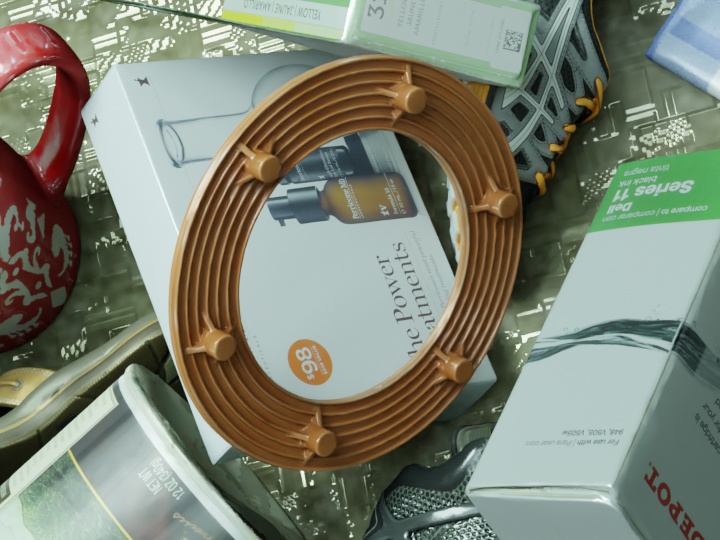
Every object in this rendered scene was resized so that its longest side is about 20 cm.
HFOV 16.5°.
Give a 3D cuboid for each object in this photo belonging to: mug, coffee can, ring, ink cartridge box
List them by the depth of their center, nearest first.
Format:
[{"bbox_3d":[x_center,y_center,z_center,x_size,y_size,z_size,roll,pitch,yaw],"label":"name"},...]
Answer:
[{"bbox_3d":[0.145,0.068,1.118,0.083,0.147,0.201,-5,44,40],"label":"ink cartridge box"},{"bbox_3d":[0.000,0.000,1.150,0.019,0.200,0.201,25,83,49],"label":"ring"},{"bbox_3d":[-0.035,-0.131,1.192,0.145,0.199,0.048,19,96,62],"label":"ink cartridge box"},{"bbox_3d":[-0.138,0.166,1.221,0.200,0.146,0.147,-42,68,2],"label":"coffee can"},{"bbox_3d":[-0.209,-0.033,1.267,0.176,0.200,0.135,-10,72,13],"label":"mug"}]

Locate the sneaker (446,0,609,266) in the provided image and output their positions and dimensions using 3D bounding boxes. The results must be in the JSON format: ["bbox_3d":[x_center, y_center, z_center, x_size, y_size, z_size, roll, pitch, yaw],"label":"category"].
[{"bbox_3d":[0.087,-0.087,1.262,0.077,0.078,0.202,11,86,-1],"label":"sneaker"}]

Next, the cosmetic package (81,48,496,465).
[{"bbox_3d":[-0.036,-0.013,1.241,0.150,0.052,0.201,-9,67,-33],"label":"cosmetic package"}]

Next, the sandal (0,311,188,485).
[{"bbox_3d":[-0.166,0.075,1.296,0.199,0.080,0.054,-34,53,4],"label":"sandal"}]

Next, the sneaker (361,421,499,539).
[{"bbox_3d":[0.094,0.136,1.197,0.198,0.076,0.115,11,85,24],"label":"sneaker"}]

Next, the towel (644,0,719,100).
[{"bbox_3d":[0.261,-0.120,1.244,0.199,0.024,0.147,32,89,24],"label":"towel"}]
